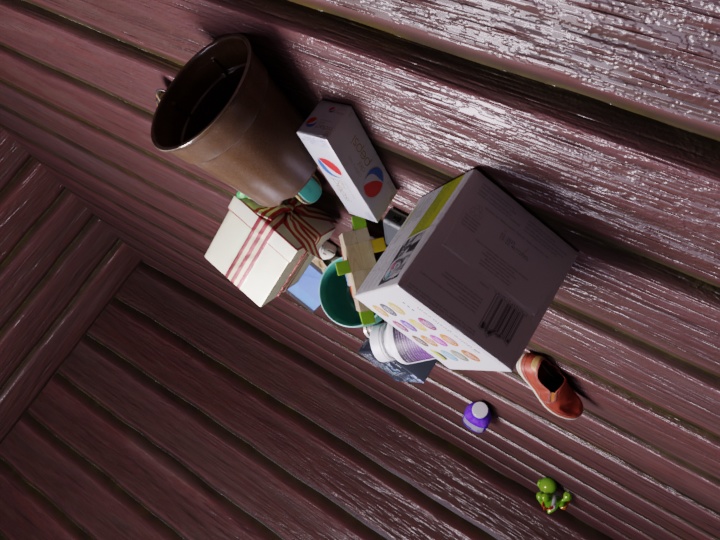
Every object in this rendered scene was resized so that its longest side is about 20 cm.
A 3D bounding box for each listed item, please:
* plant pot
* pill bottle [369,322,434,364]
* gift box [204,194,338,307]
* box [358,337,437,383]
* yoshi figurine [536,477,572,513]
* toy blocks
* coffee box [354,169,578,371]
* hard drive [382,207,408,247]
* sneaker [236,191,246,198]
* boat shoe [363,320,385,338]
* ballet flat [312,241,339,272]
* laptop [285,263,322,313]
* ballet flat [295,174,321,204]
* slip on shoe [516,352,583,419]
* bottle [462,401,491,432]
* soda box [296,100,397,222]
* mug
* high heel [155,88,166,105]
[{"bbox_3d":[-0.174,-0.209,1.001,0.199,0.201,0.198,16,163,45],"label":"plant pot"},{"bbox_3d":[0.124,0.133,1.375,0.199,0.112,0.111,-16,136,30],"label":"pill bottle"},{"bbox_3d":[-0.161,-0.060,1.317,0.199,0.185,0.187,37,121,4],"label":"gift box"},{"bbox_3d":[0.105,0.220,1.800,0.148,0.107,0.200,37,163,-10],"label":"box"},{"bbox_3d":[0.695,0.803,2.392,0.200,0.112,0.113,32,-149,-51],"label":"yoshi figurine"},{"bbox_3d":[0.000,0.000,1.290,0.137,0.099,0.202,165,92,-84],"label":"toy blocks"},{"bbox_3d":[0.146,0.009,0.962,0.199,0.201,0.198,37,164,-11],"label":"coffee box"},{"bbox_3d":[0.135,-0.026,1.180,0.199,0.033,0.140,30,163,16],"label":"hard drive"},{"bbox_3d":[-0.226,-0.212,1.166,0.074,0.083,0.201,-88,-20,-63],"label":"sneaker"},{"bbox_3d":[0.087,0.123,1.515,0.059,0.073,0.199,-4,176,41],"label":"boat shoe"},{"bbox_3d":[-0.074,-0.032,1.536,0.065,0.071,0.200,-10,143,25],"label":"ballet flat"},{"bbox_3d":[-0.119,0.021,1.673,0.177,0.104,0.200,40,163,-22],"label":"laptop"},{"bbox_3d":[-0.141,-0.196,1.183,0.070,0.071,0.200,17,157,44],"label":"ballet flat"},{"bbox_3d":[0.404,0.244,1.372,0.200,0.074,0.061,45,157,-20],"label":"slip on shoe"},{"bbox_3d":[0.359,0.445,2.022,0.083,0.066,0.200,28,162,17],"label":"bottle"},{"bbox_3d":[-0.015,-0.163,1.017,0.063,0.068,0.200,21,159,36],"label":"soda box"},{"bbox_3d":[0.015,0.049,1.414,0.184,0.153,0.114,19,-176,20],"label":"mug"},{"bbox_3d":[-0.308,-0.270,1.260,0.200,0.072,0.143,35,173,30],"label":"high heel"}]
